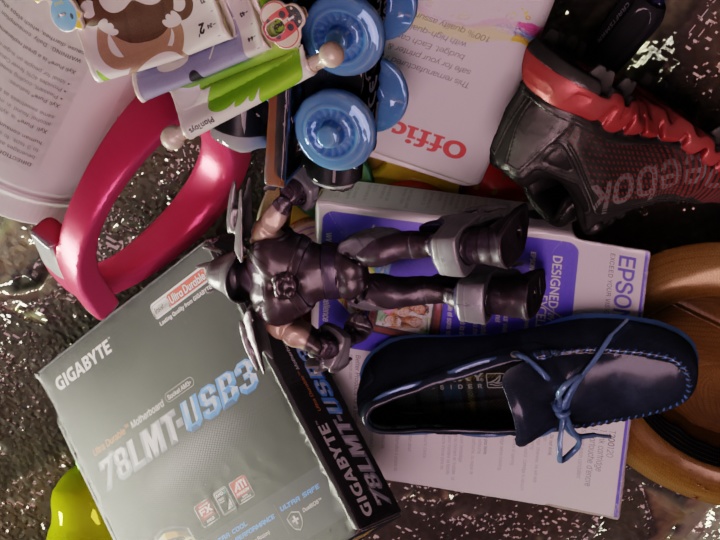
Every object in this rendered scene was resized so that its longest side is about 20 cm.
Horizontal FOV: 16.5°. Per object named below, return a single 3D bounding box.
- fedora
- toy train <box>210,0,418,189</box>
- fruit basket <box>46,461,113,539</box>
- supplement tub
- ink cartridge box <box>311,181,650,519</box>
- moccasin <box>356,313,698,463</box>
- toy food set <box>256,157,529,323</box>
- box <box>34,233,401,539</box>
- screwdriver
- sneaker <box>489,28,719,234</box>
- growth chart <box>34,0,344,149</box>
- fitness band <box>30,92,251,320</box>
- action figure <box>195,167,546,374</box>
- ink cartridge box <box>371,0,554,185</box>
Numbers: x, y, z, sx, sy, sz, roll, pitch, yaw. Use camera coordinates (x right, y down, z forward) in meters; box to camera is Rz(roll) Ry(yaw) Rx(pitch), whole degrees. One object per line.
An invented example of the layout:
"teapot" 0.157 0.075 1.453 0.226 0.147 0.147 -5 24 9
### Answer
"fedora" 0.229 0.050 1.508 0.200 0.082 0.201 4 123 6
"toy train" -0.032 -0.141 1.321 0.114 0.087 0.200 12 118 15
"fruit basket" -0.159 0.223 1.665 0.215 0.156 0.216 -2 80 12
"supplement tub" -0.165 -0.140 1.412 0.132 0.132 0.200 26 122 -9
"ink cartridge box" 0.069 0.048 1.488 0.200 0.043 0.198 9 123 9
"moccasin" 0.096 0.076 1.433 0.200 0.068 0.081 -9 119 18
"toy food set" 0.026 -0.004 1.521 0.198 0.049 0.200 9 124 2
"box" -0.093 0.105 1.526 0.200 0.050 0.199 -34 80 40
"screwdriver" 0.186 -0.181 1.392 0.028 0.029 0.200 30 127 -12
"sneaker" 0.146 -0.065 1.409 0.200 0.071 0.098 18 110 -46
"growth chart" -0.114 -0.159 1.292 0.145 0.018 0.200 -31 97 34
"fitness band" -0.122 -0.044 1.440 0.037 0.200 0.144 41 79 13
"action figure" 0.000 0.000 1.413 0.200 0.069 0.130 -1 121 17
"ink cartridge box" 0.034 -0.165 1.394 0.144 0.085 0.200 19 121 -3
